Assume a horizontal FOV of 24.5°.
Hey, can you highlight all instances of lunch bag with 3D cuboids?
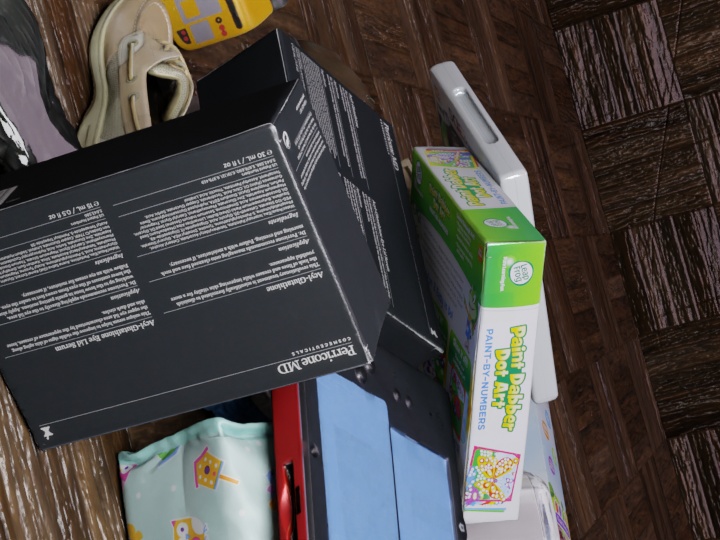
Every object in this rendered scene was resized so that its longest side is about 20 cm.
[{"bbox_3d":[-0.038,0.180,1.016,0.200,0.122,0.171,8,65,-50],"label":"lunch bag"}]

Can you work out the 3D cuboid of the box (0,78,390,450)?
[{"bbox_3d":[-0.103,-0.001,0.885,0.079,0.200,0.141,-68,139,-64],"label":"box"}]

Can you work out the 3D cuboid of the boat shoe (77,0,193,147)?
[{"bbox_3d":[-0.141,-0.119,1.104,0.200,0.065,0.072,-87,154,-46],"label":"boat shoe"}]

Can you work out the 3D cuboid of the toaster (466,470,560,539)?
[{"bbox_3d":[0.058,0.204,1.201,0.200,0.129,0.114,136,-51,-56],"label":"toaster"}]

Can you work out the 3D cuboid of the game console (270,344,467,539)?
[{"bbox_3d":[0.013,0.133,0.980,0.177,0.031,0.200,30,46,-44],"label":"game console"}]

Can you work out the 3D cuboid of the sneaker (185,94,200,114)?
[{"bbox_3d":[-0.078,-0.081,1.252,0.200,0.077,0.112,-8,81,-73],"label":"sneaker"}]

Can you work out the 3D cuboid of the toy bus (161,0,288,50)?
[{"bbox_3d":[-0.097,-0.242,1.332,0.200,0.078,0.065,-70,140,-63],"label":"toy bus"}]

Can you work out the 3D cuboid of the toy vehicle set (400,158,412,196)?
[{"bbox_3d":[0.000,0.000,1.249,0.200,0.026,0.124,-28,93,-50],"label":"toy vehicle set"}]

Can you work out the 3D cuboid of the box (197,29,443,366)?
[{"bbox_3d":[-0.028,-0.038,1.105,0.141,0.079,0.200,33,35,-44],"label":"box"}]

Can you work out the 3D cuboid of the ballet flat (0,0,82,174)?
[{"bbox_3d":[-0.203,-0.094,0.943,0.066,0.057,0.200,-33,103,-46],"label":"ballet flat"}]

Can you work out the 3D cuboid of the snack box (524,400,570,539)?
[{"bbox_3d":[0.077,0.171,1.362,0.068,0.168,0.200,55,24,-55],"label":"snack box"}]

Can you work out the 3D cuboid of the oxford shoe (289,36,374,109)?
[{"bbox_3d":[-0.021,-0.127,1.372,0.200,0.084,0.073,-106,-151,-42],"label":"oxford shoe"}]

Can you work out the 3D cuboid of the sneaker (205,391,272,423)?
[{"bbox_3d":[-0.075,0.060,1.115,0.200,0.075,0.087,56,29,-34],"label":"sneaker"}]

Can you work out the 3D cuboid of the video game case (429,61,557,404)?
[{"bbox_3d":[0.098,-0.030,1.231,0.182,0.023,0.200,-114,-171,-55],"label":"video game case"}]

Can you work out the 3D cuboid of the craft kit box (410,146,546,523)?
[{"bbox_3d":[0.070,0.037,1.129,0.200,0.048,0.198,-118,-154,-65],"label":"craft kit box"}]
